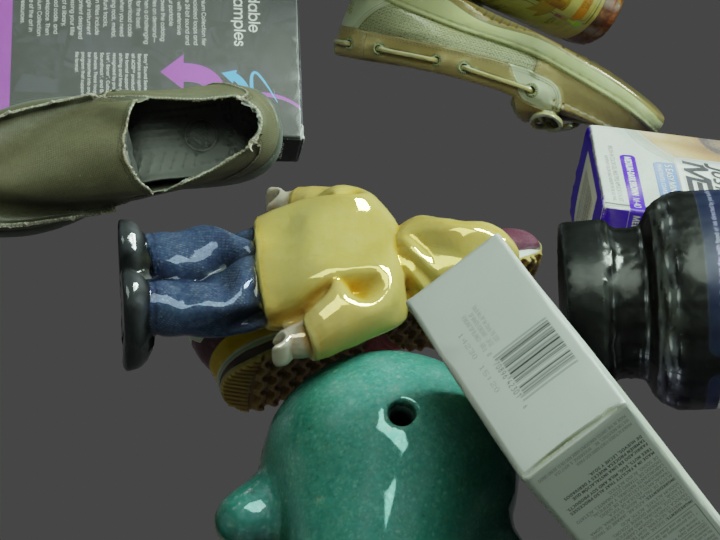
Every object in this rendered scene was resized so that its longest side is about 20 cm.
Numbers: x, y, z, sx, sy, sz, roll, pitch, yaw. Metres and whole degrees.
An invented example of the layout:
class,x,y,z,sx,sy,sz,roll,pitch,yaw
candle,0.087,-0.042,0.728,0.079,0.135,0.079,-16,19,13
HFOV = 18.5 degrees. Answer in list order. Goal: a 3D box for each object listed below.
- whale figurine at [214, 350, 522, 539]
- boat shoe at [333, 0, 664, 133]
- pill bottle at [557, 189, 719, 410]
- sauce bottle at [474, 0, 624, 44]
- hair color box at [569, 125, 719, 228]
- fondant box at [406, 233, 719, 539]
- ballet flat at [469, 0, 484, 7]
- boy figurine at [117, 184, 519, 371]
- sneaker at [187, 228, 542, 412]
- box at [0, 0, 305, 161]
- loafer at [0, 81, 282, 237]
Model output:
class,x,y,z,sx,sy,sz,roll,pitch,yaw
whale figurine,0.008,0.126,1.059,0.159,0.104,0.200,13,52,2
boat shoe,0.081,-0.116,1.303,0.200,0.063,0.073,27,7,9
pill bottle,0.201,0.013,1.112,0.199,0.112,0.112,-2,50,2
sauce bottle,0.068,-0.191,1.300,0.200,0.066,0.066,17,42,-35
hair color box,0.221,-0.022,1.218,0.199,0.065,0.109,8,28,-4
fondant box,0.115,0.093,1.020,0.058,0.200,0.144,-37,37,3
ballet flat,0.054,-0.244,1.399,0.067,0.062,0.200,4,50,-5
boy figurine,-0.022,0.000,1.104,0.199,0.065,0.124,-5,41,-9
sneaker,0.000,0.000,1.181,0.200,0.075,0.090,-18,61,-22
box,-0.134,-0.133,1.279,0.199,0.036,0.143,1,65,-6
loafer,-0.139,-0.068,1.198,0.199,0.070,0.075,-14,86,-9
